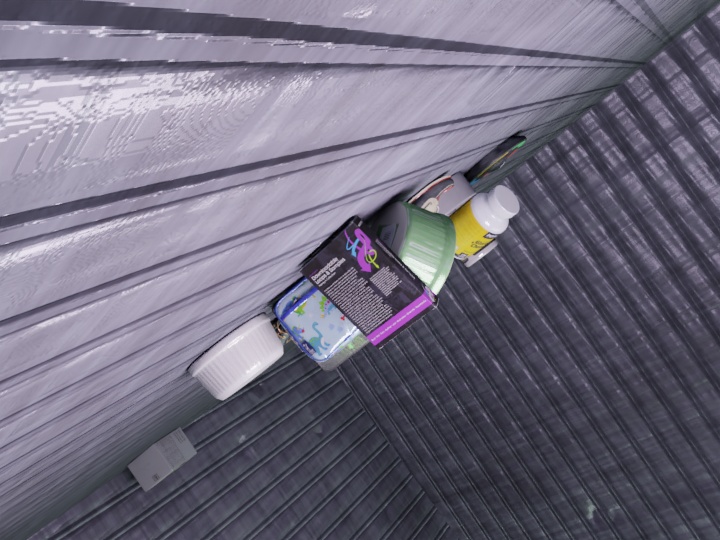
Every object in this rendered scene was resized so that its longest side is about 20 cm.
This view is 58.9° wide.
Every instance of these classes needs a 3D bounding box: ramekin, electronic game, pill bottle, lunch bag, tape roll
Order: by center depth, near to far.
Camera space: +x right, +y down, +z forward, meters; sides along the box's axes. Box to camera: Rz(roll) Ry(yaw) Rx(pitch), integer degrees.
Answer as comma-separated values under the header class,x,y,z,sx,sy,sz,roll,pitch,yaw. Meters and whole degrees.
class,x,y,z,sx,sy,sz,roll,pitch,yaw
ramekin,0.076,-0.028,1.164,0.200,0.097,0.201,-47,-150,38
lunch bag,-0.060,0.070,1.258,0.200,0.161,0.082,-39,171,-6
ramekin,-0.251,0.185,1.330,0.202,0.094,0.202,-37,176,-3
tape roll,0.184,-0.151,1.549,0.200,0.066,0.200,-37,175,-3
pill bottle,0.291,-0.120,1.567,0.112,0.112,0.200,-33,174,-45
electronic game,0.355,-0.286,1.681,0.200,0.042,0.200,-38,176,-3
pill bottle,0.279,-0.119,1.766,0.111,0.200,0.111,-37,177,-3

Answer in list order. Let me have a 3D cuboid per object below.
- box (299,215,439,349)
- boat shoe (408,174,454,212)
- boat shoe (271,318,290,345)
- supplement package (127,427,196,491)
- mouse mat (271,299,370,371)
class,x,y,z,sx,sy,sz,roll,pitch,yaw
box,0.014,0.023,1.075,0.143,0.200,0.036,-39,-168,30
boat shoe,0.126,-0.127,1.338,0.200,0.063,0.071,-38,174,-14
boat shoe,-0.205,0.152,1.598,0.200,0.071,0.091,-43,178,-31
supplement package,-0.882,0.842,2.848,0.191,0.147,0.200,-39,175,19
mouse mat,-0.068,0.103,1.340,0.161,0.200,0.008,-38,-162,4
